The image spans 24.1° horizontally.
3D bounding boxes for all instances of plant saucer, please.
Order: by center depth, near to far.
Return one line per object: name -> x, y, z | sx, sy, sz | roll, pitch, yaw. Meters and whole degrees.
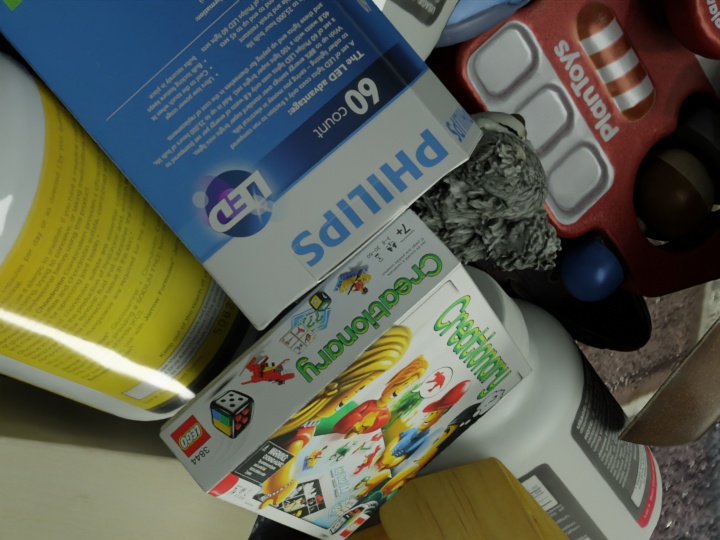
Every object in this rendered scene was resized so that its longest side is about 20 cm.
plant saucer -> 0.207, 0.019, 0.860 | 0.200, 0.034, 0.200 | -48, 171, -11

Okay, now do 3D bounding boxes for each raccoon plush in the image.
raccoon plush -> 0.000, 0.000, 0.761 | 0.200, 0.134, 0.097 | -57, 137, -4

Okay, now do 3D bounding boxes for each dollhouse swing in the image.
dollhouse swing -> 0.056, 0.220, 0.860 | 0.176, 0.182, 0.200 | -34, 136, 5

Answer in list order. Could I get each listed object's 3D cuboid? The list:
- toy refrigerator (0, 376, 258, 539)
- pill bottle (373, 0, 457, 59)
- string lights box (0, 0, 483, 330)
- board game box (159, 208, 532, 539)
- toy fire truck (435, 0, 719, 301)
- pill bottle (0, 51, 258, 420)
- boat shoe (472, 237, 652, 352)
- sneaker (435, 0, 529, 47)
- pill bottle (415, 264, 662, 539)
toy refrigerator -> -0.140, 0.092, 0.722 | 0.200, 0.076, 0.070 | 14, 101, -47
pill bottle -> -0.002, -0.150, 0.688 | 0.111, 0.111, 0.200 | 26, 93, -47
string lights box -> -0.059, -0.089, 0.608 | 0.103, 0.059, 0.200 | -39, 95, 16
board game box -> 0.003, 0.053, 0.707 | 0.126, 0.035, 0.200 | -42, 160, 1
toy fire truck -> 0.141, -0.075, 0.849 | 0.168, 0.112, 0.200 | -41, 115, -16
pill bottle -> -0.134, -0.019, 0.642 | 0.200, 0.112, 0.112 | 29, 90, -48
boat shoe -> 0.101, -0.014, 0.901 | 0.072, 0.065, 0.200 | -57, 138, -11
sneaker -> 0.066, -0.188, 0.776 | 0.200, 0.074, 0.082 | -55, 138, -19
pill bottle -> 0.079, 0.083, 0.900 | 0.111, 0.111, 0.200 | -51, 137, -11
